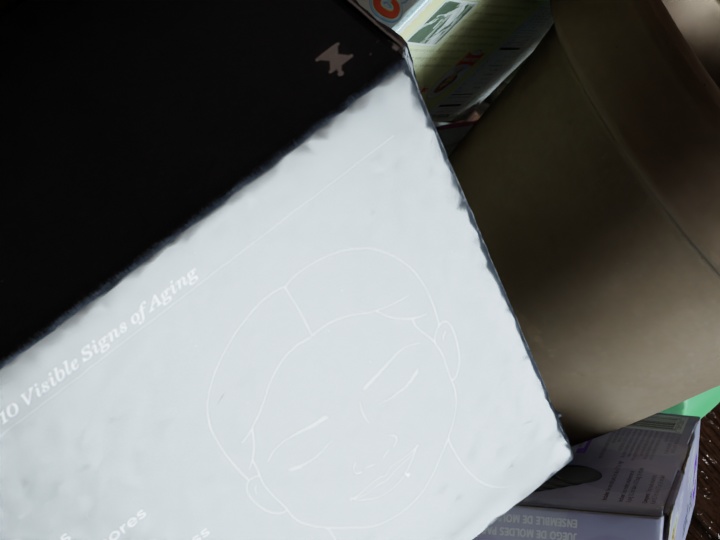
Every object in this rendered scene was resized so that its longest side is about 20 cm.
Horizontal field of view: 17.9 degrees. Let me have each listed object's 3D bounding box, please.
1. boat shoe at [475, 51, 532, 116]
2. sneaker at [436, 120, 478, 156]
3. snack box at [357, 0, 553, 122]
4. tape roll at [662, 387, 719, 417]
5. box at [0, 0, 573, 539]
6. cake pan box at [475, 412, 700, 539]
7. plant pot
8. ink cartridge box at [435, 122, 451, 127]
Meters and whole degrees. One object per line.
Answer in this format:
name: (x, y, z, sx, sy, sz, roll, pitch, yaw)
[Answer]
boat shoe: (0.094, -0.100, 1.126, 0.076, 0.072, 0.200, -54, -179, 3)
sneaker: (0.000, 0.000, 1.073, 0.200, 0.088, 0.081, -35, 172, 22)
snack box: (0.040, -0.110, 0.934, 0.116, 0.037, 0.200, -44, 169, 18)
tape roll: (0.132, 0.016, 1.362, 0.048, 0.201, 0.200, -34, 169, -29)
box: (-0.064, 0.029, 0.696, 0.200, 0.124, 0.197, -37, 139, -11)
cake pan box: (0.053, 0.096, 1.014, 0.200, 0.184, 0.052, -37, 132, -76)
plant pot: (0.106, -0.015, 0.950, 0.175, 0.200, 0.200, -38, 171, 20)
ink cartridge box: (0.102, 0.020, 1.208, 0.044, 0.200, 0.174, -32, 167, 21)
